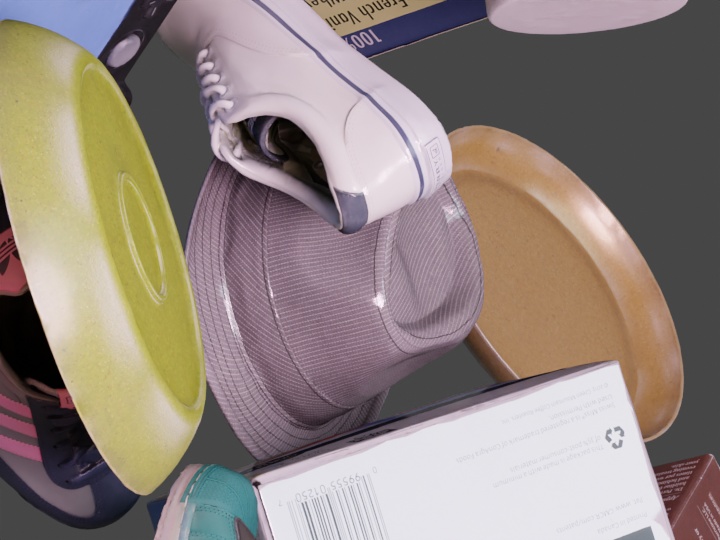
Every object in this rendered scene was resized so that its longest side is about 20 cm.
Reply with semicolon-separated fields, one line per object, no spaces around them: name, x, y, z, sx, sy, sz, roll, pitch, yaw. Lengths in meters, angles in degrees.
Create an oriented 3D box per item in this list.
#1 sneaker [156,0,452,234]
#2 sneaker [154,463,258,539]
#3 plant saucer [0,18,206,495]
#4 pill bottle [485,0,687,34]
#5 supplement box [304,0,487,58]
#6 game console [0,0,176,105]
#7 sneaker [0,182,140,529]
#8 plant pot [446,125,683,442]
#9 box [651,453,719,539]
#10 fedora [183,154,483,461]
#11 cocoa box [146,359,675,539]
sneaker;-0.046;-0.086;1.339;0.071;0.200;0.073;-30;136;-28
sneaker;-0.045;0.171;1.156;0.071;0.079;0.201;71;18;-58
plant saucer;-0.101;-0.010;1.156;0.200;0.031;0.201;-17;90;-82
pill bottle;0.092;-0.214;1.275;0.109;0.109;0.201;6;76;-51
supplement box;-0.008;-0.225;1.403;0.200;0.199;0.135;43;49;-33
game console;-0.132;-0.051;1.254;0.116;0.176;0.200;48;34;14
sneaker;-0.129;0.050;1.200;0.070;0.082;0.201;-38;133;-15
plant pot;0.100;0.012;1.557;0.200;0.027;0.201;33;36;-28
box;0.130;0.188;1.504;0.075;0.100;0.200;60;39;-16
fedora;0.000;0.000;1.395;0.178;0.090;0.200;68;28;-18
cocoa box;0.027;0.134;1.311;0.199;0.131;0.134;-17;90;-27
